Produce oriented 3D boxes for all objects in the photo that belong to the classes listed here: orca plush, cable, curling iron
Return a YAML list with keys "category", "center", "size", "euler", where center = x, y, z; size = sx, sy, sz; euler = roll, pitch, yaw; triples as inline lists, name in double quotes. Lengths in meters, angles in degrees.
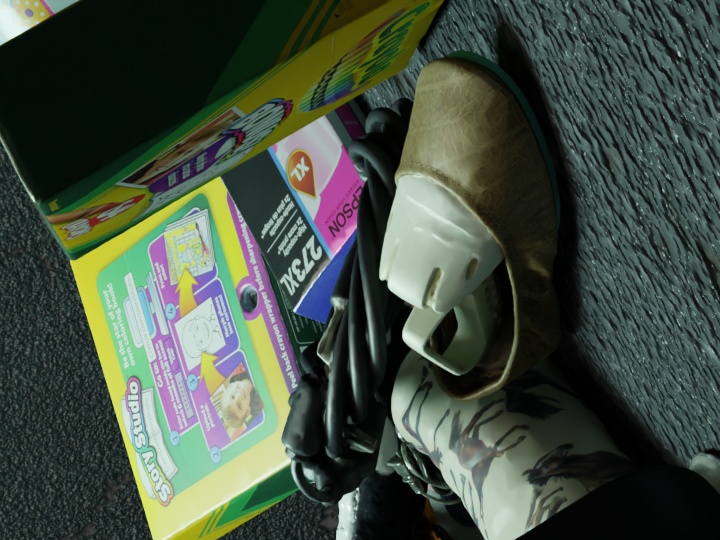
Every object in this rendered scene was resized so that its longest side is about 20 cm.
- category: "orca plush"
  center: [0.027, 0.089, 1.004]
  size: [0.105, 0.070, 0.202]
  euler: [63, -145, -62]
- category: "cable"
  center: [0.000, 0.000, 0.883]
  size: [0.200, 0.050, 0.165]
  euler: [-71, -10, -65]
- category: "curling iron"
  center: [0.029, 0.017, 0.982]
  size: [0.025, 0.049, 0.202]
  euler: [-20, 76, 60]

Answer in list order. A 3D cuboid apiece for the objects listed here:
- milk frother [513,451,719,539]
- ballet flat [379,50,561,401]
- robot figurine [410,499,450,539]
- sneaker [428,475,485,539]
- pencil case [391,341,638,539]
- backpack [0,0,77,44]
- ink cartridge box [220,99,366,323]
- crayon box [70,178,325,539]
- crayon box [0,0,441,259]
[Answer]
- category: "milk frother"
  center: [0.092, 0.187, 0.666]
  size: [0.201, 0.187, 0.181]
  euler: [60, 174, 17]
- category: "ballet flat"
  center: [0.041, -0.003, 0.779]
  size: [0.068, 0.072, 0.201]
  euler: [33, 161, 22]
- category: "robot figurine"
  center: [0.039, 0.194, 1.066]
  size: [0.200, 0.058, 0.146]
  euler: [-118, 7, -59]
- category: "sneaker"
  center: [0.048, 0.091, 1.122]
  size: [0.201, 0.070, 0.082]
  euler: [62, 177, -5]
- category: "pencil case"
  center: [0.081, 0.097, 0.866]
  size: [0.200, 0.077, 0.090]
  euler: [-128, 23, -56]
- category: "backpack"
  center: [-0.112, -0.157, 0.930]
  size: [0.154, 0.175, 0.200]
  euler: [62, 178, -17]
- category: "ink cartridge box"
  center: [-0.027, -0.049, 1.094]
  size: [0.095, 0.037, 0.201]
  euler: [-51, 59, 35]
- category: "crayon box"
  center: [-0.087, 0.046, 1.208]
  size: [0.172, 0.058, 0.202]
  euler: [-34, 67, 40]
- category: "crayon box"
  center: [-0.056, -0.079, 0.760]
  size: [0.059, 0.171, 0.200]
  euler: [60, 173, 2]
